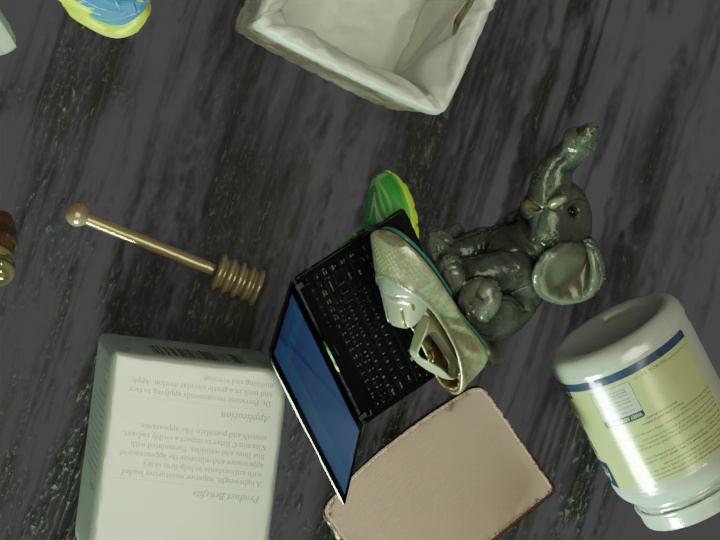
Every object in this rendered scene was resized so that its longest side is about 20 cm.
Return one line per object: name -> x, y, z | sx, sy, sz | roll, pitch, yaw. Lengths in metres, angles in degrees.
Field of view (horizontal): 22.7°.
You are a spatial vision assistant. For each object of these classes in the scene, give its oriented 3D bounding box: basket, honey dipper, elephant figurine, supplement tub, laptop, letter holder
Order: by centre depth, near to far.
laptop -> 0.012, 0.077, 1.663 | 0.199, 0.103, 0.178 | -32, 119, -13
basket -> 0.013, -0.270, 1.664 | 0.199, 0.161, 0.200 | 24, 89, -13
honey dipper -> -0.187, -0.021, 1.708 | 0.199, 0.038, 0.038 | 24, 89, -12
elephant figurine -> 0.173, -0.025, 1.739 | 0.199, 0.155, 0.142 | -30, 79, -1
letter holder -> 0.063, 0.214, 1.755 | 0.199, 0.101, 0.143 | -38, 100, -8
supplement tub -> 0.293, 0.141, 1.781 | 0.144, 0.145, 0.201 | -30, 101, -9

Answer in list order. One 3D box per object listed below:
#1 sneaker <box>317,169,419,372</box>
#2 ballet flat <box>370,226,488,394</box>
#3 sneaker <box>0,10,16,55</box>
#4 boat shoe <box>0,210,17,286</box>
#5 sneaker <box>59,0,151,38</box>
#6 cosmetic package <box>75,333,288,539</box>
sneaker -> 0.000, 0.000, 1.730 | 0.083, 0.074, 0.202 | 14, 91, -27
ballet flat -> 0.060, 0.044, 1.661 | 0.063, 0.067, 0.200 | -55, 129, -21
sneaker -> -0.399, -0.261, 1.624 | 0.082, 0.074, 0.200 | -41, 94, 2
boat shoe -> -0.413, -0.032, 1.642 | 0.198, 0.072, 0.068 | 6, 60, -6
sneaker -> -0.273, -0.286, 1.625 | 0.199, 0.105, 0.076 | 24, 71, -19
cosmetic package -> -0.169, 0.172, 1.660 | 0.163, 0.165, 0.202 | 8, 92, -13
